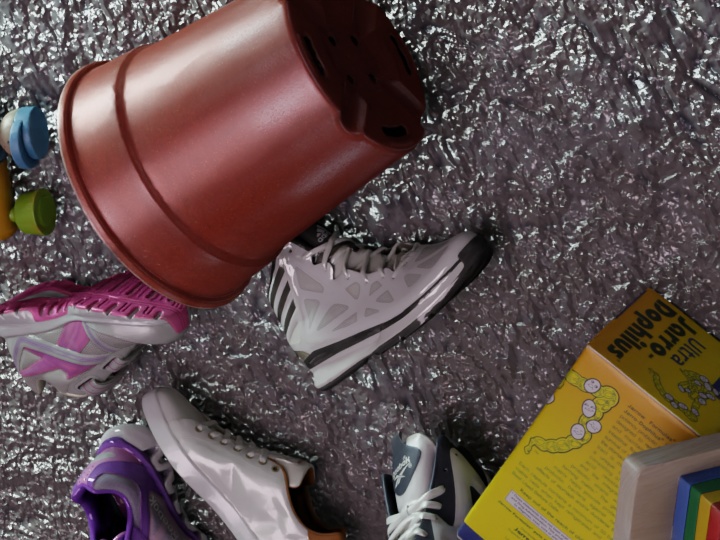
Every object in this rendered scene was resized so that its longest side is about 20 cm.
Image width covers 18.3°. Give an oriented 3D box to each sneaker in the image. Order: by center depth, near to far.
[{"bbox_3d":[0.038,0.184,1.618,0.079,0.199,0.130,-40,76,44],"label":"sneaker"},{"bbox_3d":[0.000,0.000,1.626,0.200,0.076,0.115,-36,92,40],"label":"sneaker"},{"bbox_3d":[-0.087,0.156,1.769,0.085,0.073,0.200,-43,83,13],"label":"sneaker"},{"bbox_3d":[-0.207,0.054,1.784,0.200,0.081,0.088,-4,111,42],"label":"sneaker"},{"bbox_3d":[-0.174,0.230,1.834,0.080,0.088,0.200,-24,99,36],"label":"sneaker"}]

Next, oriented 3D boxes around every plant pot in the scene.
[{"bbox_3d":[-0.072,-0.104,1.562,0.195,0.201,0.201,-30,94,29],"label":"plant pot"}]

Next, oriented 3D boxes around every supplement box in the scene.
[{"bbox_3d":[0.174,0.131,1.556,0.110,0.109,0.200,39,126,11],"label":"supplement box"}]

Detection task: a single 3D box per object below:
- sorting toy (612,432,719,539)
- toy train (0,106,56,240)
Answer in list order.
[{"bbox_3d":[0.265,0.203,1.471,0.070,0.200,0.199,42,136,52],"label":"sorting toy"},{"bbox_3d":[-0.296,-0.040,1.798,0.116,0.085,0.200,-1,111,18],"label":"toy train"}]
